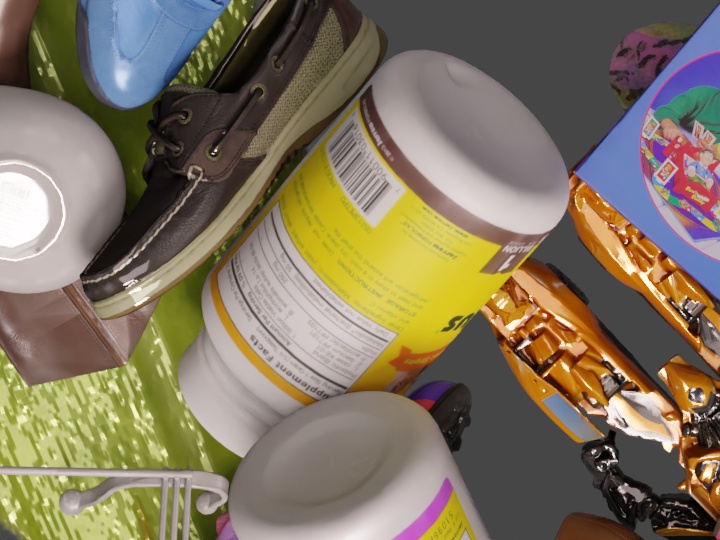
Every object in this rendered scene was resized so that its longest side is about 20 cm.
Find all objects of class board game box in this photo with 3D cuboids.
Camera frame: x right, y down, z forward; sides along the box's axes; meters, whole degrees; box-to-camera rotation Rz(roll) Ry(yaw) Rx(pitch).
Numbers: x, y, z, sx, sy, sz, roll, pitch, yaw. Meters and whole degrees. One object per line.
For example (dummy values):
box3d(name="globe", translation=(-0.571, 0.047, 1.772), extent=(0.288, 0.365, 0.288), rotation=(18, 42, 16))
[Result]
box3d(name="board game box", translation=(0.217, -0.031, 1.373), extent=(0.200, 0.045, 0.135), rotation=(42, 120, 3))

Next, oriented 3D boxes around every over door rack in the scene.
box3d(name="over door rack", translation=(-0.166, 0.159, 1.415), extent=(0.199, 0.067, 0.148), rotation=(7, 62, -8))

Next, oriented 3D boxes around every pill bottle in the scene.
box3d(name="pill bottle", translation=(0.000, 0.000, 1.407), extent=(0.109, 0.109, 0.200), rotation=(38, 119, -6))
box3d(name="pill bottle", translation=(0.020, 0.160, 1.391), extent=(0.104, 0.104, 0.200), rotation=(-23, 122, 2))

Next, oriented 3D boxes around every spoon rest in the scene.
box3d(name="spoon rest", translation=(-0.205, -0.055, 1.397), extent=(0.199, 0.061, 0.100), rotation=(22, 108, -15))

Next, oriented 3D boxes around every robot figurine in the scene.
box3d(name="robot figurine", translation=(0.148, 0.045, 1.460), extent=(0.145, 0.058, 0.200), rotation=(-44, 96, 8))

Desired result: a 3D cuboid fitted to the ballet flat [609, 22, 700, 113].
box3d(name="ballet flat", translation=(0.209, -0.052, 1.441), extent=(0.200, 0.071, 0.069), rotation=(37, 96, -5))

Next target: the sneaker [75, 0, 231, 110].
box3d(name="sneaker", translation=(-0.066, -0.165, 1.394), extent=(0.066, 0.078, 0.201), rotation=(31, 81, -46))

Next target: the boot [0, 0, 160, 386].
box3d(name="boot", translation=(-0.140, -0.061, 1.438), extent=(0.186, 0.064, 0.200), rotation=(-37, 94, 16))

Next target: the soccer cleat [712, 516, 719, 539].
box3d(name="soccer cleat", translation=(0.194, 0.160, 1.411), extent=(0.086, 0.070, 0.200), rotation=(41, 104, 29))

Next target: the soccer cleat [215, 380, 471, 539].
box3d(name="soccer cleat", translation=(-0.026, 0.121, 1.468), extent=(0.073, 0.068, 0.200), rotation=(40, 90, 19))

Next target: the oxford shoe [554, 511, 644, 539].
box3d(name="oxford shoe", translation=(0.097, 0.212, 1.489), extent=(0.071, 0.071, 0.201), rotation=(30, 108, 33))

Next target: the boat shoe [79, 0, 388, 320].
box3d(name="boat shoe", translation=(-0.070, -0.062, 1.408), extent=(0.065, 0.073, 0.200), rotation=(49, 64, -19))
